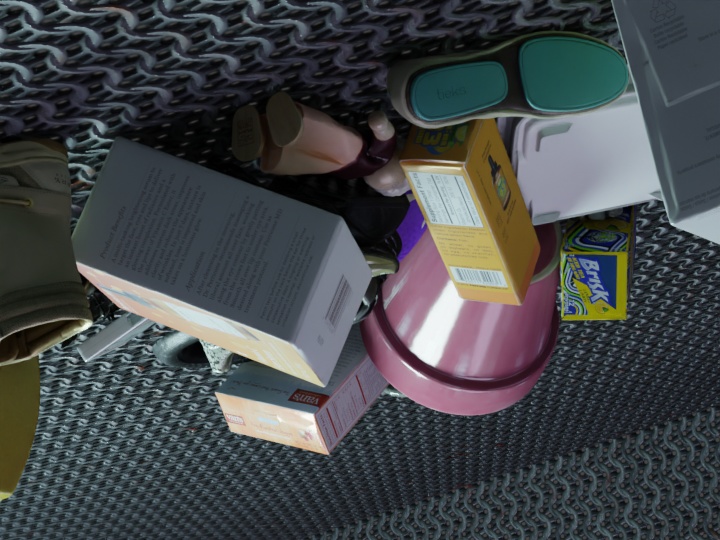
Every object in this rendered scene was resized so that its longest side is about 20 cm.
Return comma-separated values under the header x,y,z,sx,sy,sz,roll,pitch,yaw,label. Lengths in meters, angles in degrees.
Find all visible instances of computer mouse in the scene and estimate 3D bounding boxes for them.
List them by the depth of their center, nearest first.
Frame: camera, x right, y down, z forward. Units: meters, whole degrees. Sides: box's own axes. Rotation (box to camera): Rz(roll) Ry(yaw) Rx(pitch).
x,y,z,sx,sy,sz,roll,pitch,yaw,label
-0.034,-0.050,1.447,0.138,0.053,0.199,20,-167,32,computer mouse

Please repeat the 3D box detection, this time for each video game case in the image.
x,y,z,sx,sy,sz,roll,pitch,yaw,label
-0.155,0.013,1.524,0.199,0.018,0.143,-35,180,7,video game case

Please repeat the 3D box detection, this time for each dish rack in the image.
x,y,z,sx,sy,sz,roll,pitch,yaw,label
0.215,-0.104,1.474,0.198,0.044,0.172,-11,144,-7,dish rack

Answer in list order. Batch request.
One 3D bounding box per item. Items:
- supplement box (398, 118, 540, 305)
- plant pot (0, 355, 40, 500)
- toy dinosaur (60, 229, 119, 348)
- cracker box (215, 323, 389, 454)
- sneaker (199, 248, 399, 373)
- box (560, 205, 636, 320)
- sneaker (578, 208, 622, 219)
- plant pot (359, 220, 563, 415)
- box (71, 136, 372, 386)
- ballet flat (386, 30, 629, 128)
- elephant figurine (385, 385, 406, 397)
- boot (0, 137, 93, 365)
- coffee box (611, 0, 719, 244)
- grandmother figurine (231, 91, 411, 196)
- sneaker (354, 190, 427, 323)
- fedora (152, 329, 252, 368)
x,y,z,sx,sy,sz,roll,pitch,yaw,label
0.096,-0.054,1.443,0.068,0.067,0.201,7,146,24,supplement box
-0.404,0.121,1.534,0.192,0.202,0.195,-18,165,16,plant pot
-0.235,-0.001,1.511,0.199,0.103,0.136,-37,174,14,toy dinosaur
-0.036,0.095,1.741,0.133,0.058,0.200,9,-140,37,cracker box
-0.055,0.035,1.459,0.198,0.090,0.077,-17,-179,12,sneaker
0.231,-0.021,1.631,0.063,0.071,0.200,1,-159,11,box
0.166,-0.090,1.565,0.198,0.078,0.092,-12,148,-17,sneaker
0.112,0.012,1.652,0.198,0.202,0.180,-8,148,-20,plant pot
-0.108,-0.004,1.345,0.198,0.107,0.152,20,168,15,box
0.111,-0.148,1.319,0.198,0.070,0.069,-6,163,-21,ballet flat
0.055,0.094,1.934,0.198,0.156,0.142,4,137,-24,elephant figurine
-0.303,-0.001,1.277,0.198,0.157,0.073,-15,165,5,boot
0.319,-0.145,1.227,0.198,0.202,0.197,-21,164,26,coffee box
-0.020,-0.096,1.378,0.120,0.061,0.199,-6,169,37,grandmother figurine
0.000,0.001,1.529,0.200,0.070,0.099,-42,-154,-5,sneaker
-0.111,0.027,1.655,0.198,0.093,0.201,-13,164,-4,fedora
